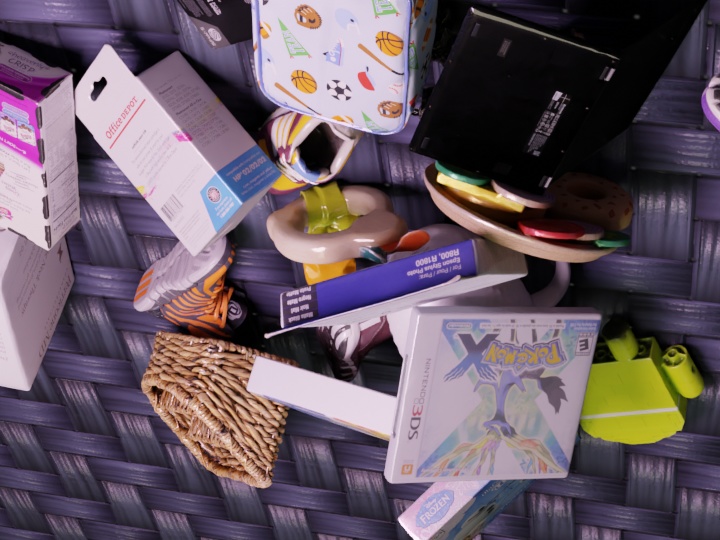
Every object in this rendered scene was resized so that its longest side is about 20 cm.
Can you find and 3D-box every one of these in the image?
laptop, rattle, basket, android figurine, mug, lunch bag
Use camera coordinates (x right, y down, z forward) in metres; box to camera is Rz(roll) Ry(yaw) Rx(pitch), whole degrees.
[{"bbox_3d":[0.167,-0.168,1.364,0.198,0.117,0.188,17,143,-5],"label":"laptop"},{"bbox_3d":[0.000,0.000,1.581,0.199,0.130,0.144,22,117,43],"label":"rattle"},{"bbox_3d":[-0.177,0.154,1.816,0.142,0.150,0.200,17,174,-25],"label":"basket"},{"bbox_3d":[0.287,0.127,1.770,0.181,0.041,0.200,-10,136,30],"label":"android figurine"},{"bbox_3d":[0.122,0.030,1.639,0.199,0.148,0.176,-28,132,4],"label":"mug"},{"bbox_3d":[-0.019,-0.211,1.334,0.159,0.076,0.201,18,143,12],"label":"lunch bag"}]

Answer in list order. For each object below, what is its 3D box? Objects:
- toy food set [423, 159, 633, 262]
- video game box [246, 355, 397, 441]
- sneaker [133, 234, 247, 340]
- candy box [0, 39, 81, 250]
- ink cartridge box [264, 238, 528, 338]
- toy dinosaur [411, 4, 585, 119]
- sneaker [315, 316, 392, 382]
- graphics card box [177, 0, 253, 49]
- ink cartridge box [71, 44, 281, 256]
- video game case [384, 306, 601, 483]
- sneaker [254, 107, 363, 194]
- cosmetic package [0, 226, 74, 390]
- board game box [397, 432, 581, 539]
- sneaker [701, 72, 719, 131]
[{"bbox_3d":[0.154,-0.064,1.469,0.198,0.198,0.049,21,111,6],"label":"toy food set"},{"bbox_3d":[0.007,0.151,1.710,0.199,0.047,0.182,14,175,33],"label":"video game box"},{"bbox_3d":[-0.163,0.016,1.780,0.111,0.078,0.200,28,153,-22],"label":"sneaker"},{"bbox_3d":[-0.354,-0.132,1.613,0.136,0.061,0.201,26,138,17],"label":"candy box"},{"bbox_3d":[0.033,0.013,1.458,0.198,0.041,0.200,-16,176,21],"label":"ink cartridge box"},{"bbox_3d":[0.114,-0.156,1.434,0.135,0.103,0.201,17,125,-29],"label":"toy dinosaur"},{"bbox_3d":[0.017,0.066,1.773,0.115,0.076,0.200,-23,172,-10],"label":"sneaker"},{"bbox_3d":[-0.075,-0.269,1.387,0.199,0.051,0.126,-11,136,30],"label":"graphics card box"},{"bbox_3d":[-0.183,-0.128,1.559,0.200,0.068,0.115,50,139,1],"label":"ink cartridge box"},{"bbox_3d":[0.130,0.122,1.574,0.198,0.022,0.184,1,112,-21],"label":"video game case"},{"bbox_3d":[-0.057,-0.115,1.545,0.075,0.091,0.200,27,142,-14],"label":"sneaker"},{"bbox_3d":[-0.429,-0.002,1.767,0.165,0.168,0.201,10,144,7],"label":"cosmetic package"},{"bbox_3d":[0.144,0.222,1.725,0.043,0.200,0.199,47,-178,20],"label":"board game box"},{"bbox_3d":[0.364,-0.097,1.423,0.200,0.081,0.083,37,144,-27],"label":"sneaker"}]
